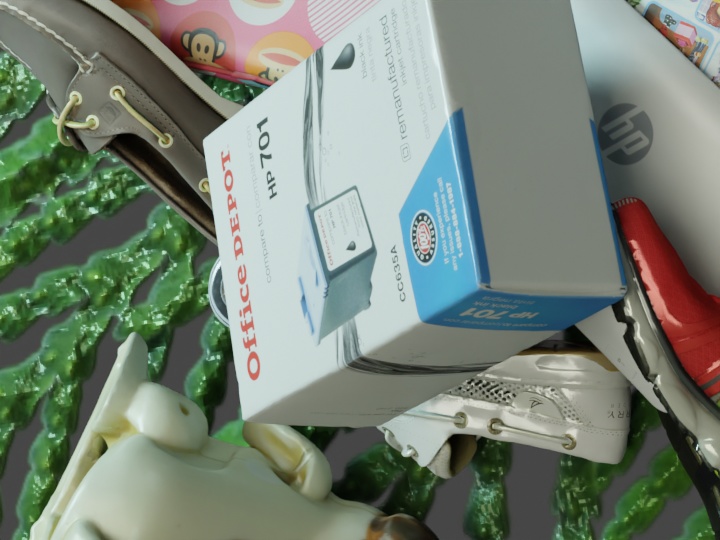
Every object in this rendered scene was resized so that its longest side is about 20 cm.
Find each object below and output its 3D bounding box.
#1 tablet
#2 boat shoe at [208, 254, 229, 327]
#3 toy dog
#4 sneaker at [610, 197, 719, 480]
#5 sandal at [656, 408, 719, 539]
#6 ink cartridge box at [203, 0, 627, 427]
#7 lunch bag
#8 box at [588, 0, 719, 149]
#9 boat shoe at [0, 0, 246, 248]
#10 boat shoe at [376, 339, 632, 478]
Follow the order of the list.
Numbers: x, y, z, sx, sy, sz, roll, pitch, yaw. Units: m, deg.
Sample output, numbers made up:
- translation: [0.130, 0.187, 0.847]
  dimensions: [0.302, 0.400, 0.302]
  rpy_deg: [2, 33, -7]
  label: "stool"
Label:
- translation: [0.112, -0.047, 1.150]
  dimensions: [0.200, 0.014, 0.130]
  rpy_deg: [46, 114, 19]
  label: "tablet"
- translation: [0.000, 0.000, 1.261]
  dimensions: [0.199, 0.068, 0.072]
  rpy_deg: [-5, 91, 29]
  label: "boat shoe"
- translation: [-0.053, 0.139, 1.246]
  dimensions: [0.199, 0.194, 0.140]
  rpy_deg: [24, 92, -10]
  label: "toy dog"
- translation: [0.174, 0.045, 1.094]
  dimensions: [0.085, 0.077, 0.201]
  rpy_deg: [-35, 94, 4]
  label: "sneaker"
- translation: [0.183, 0.073, 1.175]
  dimensions: [0.057, 0.080, 0.202]
  rpy_deg: [-16, 76, -13]
  label: "sandal"
- translation: [0.019, -0.027, 1.120]
  dimensions: [0.200, 0.085, 0.148]
  rpy_deg: [-31, 63, 50]
  label: "ink cartridge box"
- translation: [-0.027, -0.177, 1.254]
  dimensions: [0.199, 0.082, 0.178]
  rpy_deg: [19, 102, 26]
  label: "lunch bag"
- translation: [0.210, -0.084, 1.122]
  dimensions: [0.199, 0.039, 0.138]
  rpy_deg: [33, 109, 22]
  label: "box"
- translation: [-0.117, -0.081, 1.253]
  dimensions: [0.199, 0.072, 0.060]
  rpy_deg: [36, 69, -17]
  label: "boat shoe"
- translation: [0.039, 0.069, 1.244]
  dimensions: [0.198, 0.071, 0.070]
  rpy_deg: [1, 93, 27]
  label: "boat shoe"
